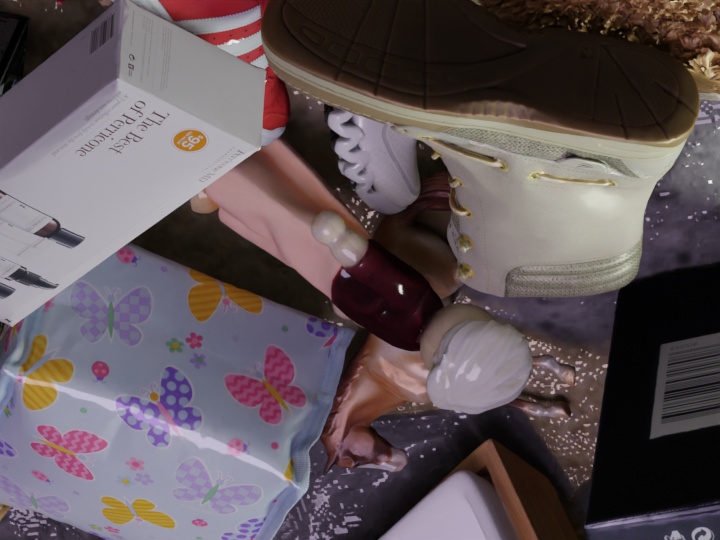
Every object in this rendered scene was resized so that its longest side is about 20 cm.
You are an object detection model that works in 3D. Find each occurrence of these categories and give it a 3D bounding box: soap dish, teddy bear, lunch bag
[{"bbox_3d":[0.054,0.209,1.613,0.081,0.158,0.200,2,143,-43],"label":"soap dish"},{"bbox_3d":[0.156,-0.116,1.391,0.199,0.067,0.145,14,170,27],"label":"teddy bear"},{"bbox_3d":[-0.115,0.078,1.567,0.169,0.127,0.200,21,147,-6],"label":"lunch bag"}]

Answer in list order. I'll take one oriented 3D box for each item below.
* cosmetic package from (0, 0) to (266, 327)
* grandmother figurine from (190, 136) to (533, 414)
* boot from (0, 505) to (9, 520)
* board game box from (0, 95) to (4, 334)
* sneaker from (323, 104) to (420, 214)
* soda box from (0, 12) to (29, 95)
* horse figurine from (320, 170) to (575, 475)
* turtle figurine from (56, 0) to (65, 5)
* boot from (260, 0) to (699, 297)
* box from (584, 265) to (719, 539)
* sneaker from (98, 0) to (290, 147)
[{"bbox_3d":[-0.136,-0.045,1.392,0.082,0.051,0.200,23,141,-32],"label":"cosmetic package"},{"bbox_3d":[0.000,0.000,1.470,0.200,0.121,0.061,37,89,18],"label":"grandmother figurine"},{"bbox_3d":[-0.254,0.192,1.712,0.175,0.066,0.200,30,123,-11],"label":"boot"},{"bbox_3d":[-0.218,-0.035,1.500,0.104,0.024,0.200,13,149,-4],"label":"board game box"},{"bbox_3d":[0.015,-0.118,1.442,0.081,0.075,0.201,-8,120,2],"label":"sneaker"},{"bbox_3d":[-0.271,-0.104,1.509,0.199,0.063,0.071,13,126,2],"label":"soda box"},{"bbox_3d":[0.046,0.019,1.545,0.132,0.050,0.200,3,126,3],"label":"horse figurine"},{"bbox_3d":[-0.159,-0.209,1.398,0.200,0.101,0.150,26,125,-1],"label":"turtle figurine"},{"bbox_3d":[0.046,-0.057,1.395,0.199,0.072,0.155,13,149,1],"label":"boot"},{"bbox_3d":[0.201,0.131,1.502,0.117,0.197,0.200,-12,122,19],"label":"box"},{"bbox_3d":[-0.053,-0.137,1.392,0.112,0.071,0.200,-38,146,5],"label":"sneaker"}]
